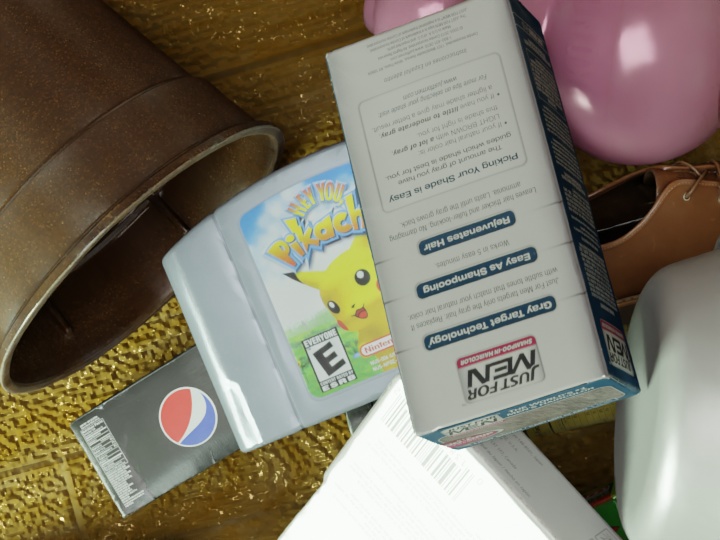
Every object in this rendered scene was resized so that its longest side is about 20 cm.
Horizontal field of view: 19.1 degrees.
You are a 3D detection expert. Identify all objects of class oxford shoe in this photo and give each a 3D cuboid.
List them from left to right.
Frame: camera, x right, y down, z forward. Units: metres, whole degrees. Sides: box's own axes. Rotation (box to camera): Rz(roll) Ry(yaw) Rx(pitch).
[{"bbox_3d":[0.185,-0.031,1.128,0.199,0.071,0.071,-20,131,0],"label":"oxford shoe"}]

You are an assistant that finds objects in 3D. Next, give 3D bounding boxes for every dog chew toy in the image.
[{"bbox_3d":[0.099,-0.126,1.130,0.199,0.125,0.125,11,98,16],"label":"dog chew toy"}]

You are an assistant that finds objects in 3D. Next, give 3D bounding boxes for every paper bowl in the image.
[{"bbox_3d":[0.184,0.071,1.031,0.104,0.201,0.201,5,97,-4],"label":"paper bowl"}]

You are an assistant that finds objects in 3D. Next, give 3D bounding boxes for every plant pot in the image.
[{"bbox_3d":[-0.179,-0.074,1.152,0.200,0.200,0.198,-45,80,11],"label":"plant pot"}]

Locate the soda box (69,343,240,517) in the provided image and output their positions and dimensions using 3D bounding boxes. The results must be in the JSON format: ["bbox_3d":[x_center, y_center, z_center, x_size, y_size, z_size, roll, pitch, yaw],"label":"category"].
[{"bbox_3d":[-0.059,0.058,1.196,0.200,0.071,0.063,-31,91,12],"label":"soda box"}]

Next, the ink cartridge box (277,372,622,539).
[{"bbox_3d":[0.056,0.171,1.099,0.200,0.045,0.176,48,129,15],"label":"ink cartridge box"}]

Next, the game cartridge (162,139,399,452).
[{"bbox_3d":[0.000,0.000,1.122,0.200,0.040,0.134,-24,87,15],"label":"game cartridge"}]

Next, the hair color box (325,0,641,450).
[{"bbox_3d":[0.058,-0.024,1.034,0.100,0.061,0.201,-19,72,18],"label":"hair color box"}]

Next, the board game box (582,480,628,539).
[{"bbox_3d":[0.142,0.229,1.191,0.101,0.048,0.200,-25,91,11],"label":"board game box"}]

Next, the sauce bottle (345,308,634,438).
[{"bbox_3d":[0.091,0.060,1.175,0.199,0.066,0.066,-11,94,11],"label":"sauce bottle"}]
